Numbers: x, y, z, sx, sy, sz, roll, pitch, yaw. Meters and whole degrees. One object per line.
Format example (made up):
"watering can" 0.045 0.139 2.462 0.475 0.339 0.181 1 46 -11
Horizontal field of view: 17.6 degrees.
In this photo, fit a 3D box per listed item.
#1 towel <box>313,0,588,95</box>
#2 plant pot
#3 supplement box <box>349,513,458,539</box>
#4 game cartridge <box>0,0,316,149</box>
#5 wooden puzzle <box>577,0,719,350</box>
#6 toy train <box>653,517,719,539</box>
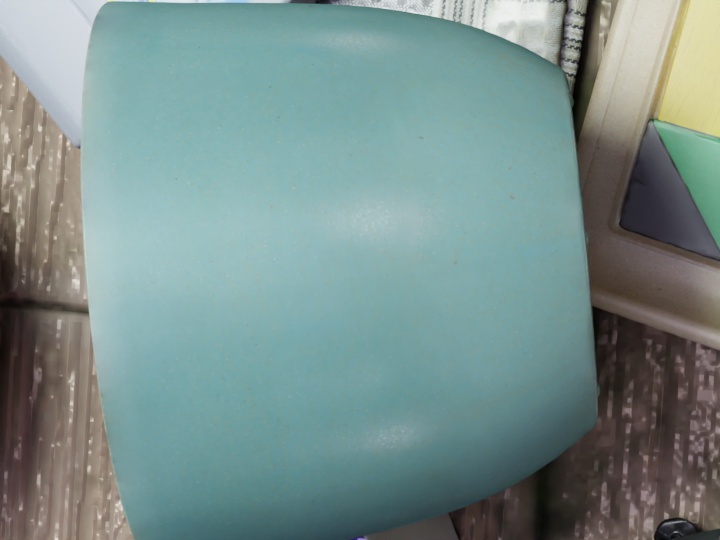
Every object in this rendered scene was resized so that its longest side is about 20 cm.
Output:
"towel" -0.005 -0.112 0.913 0.191 0.035 0.202 10 96 18
"plant pot" 0.000 0.000 0.816 0.159 0.201 0.203 -5 92 4
"supplement box" -0.052 0.171 0.909 0.199 0.101 0.104 -24 85 18
"game cartridge" -0.069 -0.147 0.899 0.200 0.040 0.134 -42 86 16
"wooden puzzle" 0.175 -0.061 0.853 0.184 0.037 0.202 19 99 17
"toy train" 0.192 0.103 0.860 0.198 0.034 0.046 -13 101 18
